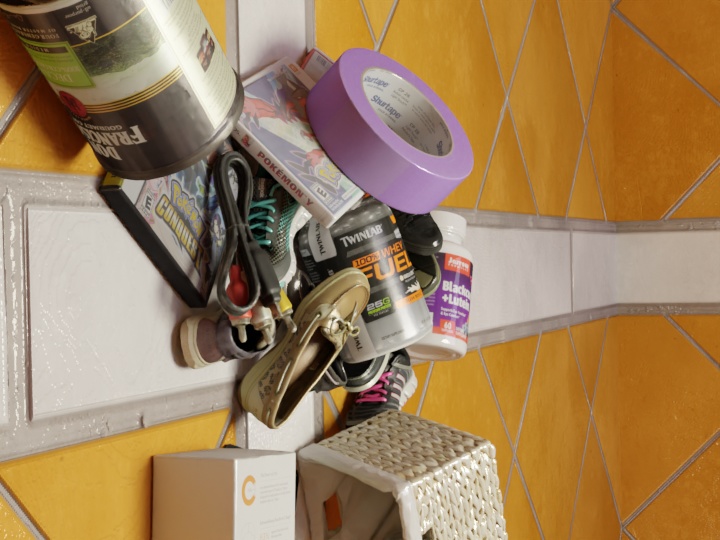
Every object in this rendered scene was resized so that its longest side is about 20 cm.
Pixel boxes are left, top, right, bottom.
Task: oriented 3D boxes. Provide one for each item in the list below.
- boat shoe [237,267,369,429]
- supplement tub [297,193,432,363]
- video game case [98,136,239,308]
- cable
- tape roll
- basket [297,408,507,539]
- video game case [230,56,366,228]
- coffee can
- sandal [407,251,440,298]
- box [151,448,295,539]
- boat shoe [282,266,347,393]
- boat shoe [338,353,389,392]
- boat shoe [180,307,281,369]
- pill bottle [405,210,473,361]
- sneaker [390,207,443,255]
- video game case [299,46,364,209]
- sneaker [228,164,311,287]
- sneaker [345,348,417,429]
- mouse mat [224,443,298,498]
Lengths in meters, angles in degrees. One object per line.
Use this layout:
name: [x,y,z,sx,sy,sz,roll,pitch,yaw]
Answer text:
boat shoe: [-0.050,0.087,1.460,0.200,0.063,0.073,-52,137,-4]
supplement tub: [0.000,0.000,1.598,0.123,0.122,0.200,-31,100,-65]
video game case: [-0.179,-0.092,1.324,0.200,0.025,0.181,60,36,-50]
cable: [-0.128,-0.022,1.342,0.097,0.050,0.200,-8,72,-46]
tape roll: [0.035,-0.162,1.528,0.200,0.066,0.200,32,32,-23]
basket: [0.052,0.293,1.590,0.161,0.200,0.199,-23,111,-36]
video game case: [-0.061,-0.148,1.478,0.182,0.023,0.200,45,31,-1]
coffee can: [-0.202,-0.196,1.114,0.200,0.146,0.147,63,34,-46]
sandal: [0.058,-0.032,1.773,0.057,0.080,0.201,50,18,-48]
box: [-0.135,0.281,1.316,0.124,0.097,0.201,9,81,-65]
boat shoe: [-0.053,0.067,1.540,0.200,0.057,0.067,82,7,-45]
boat shoe: [0.001,0.068,1.708,0.200,0.072,0.068,-77,149,-41]
boat shoe: [-0.120,0.061,1.406,0.200,0.065,0.072,-18,103,-68]
pill bottle: [0.104,0.021,1.899,0.111,0.111,0.200,38,54,-62]
sneaker: [0.042,-0.116,1.717,0.060,0.200,0.104,-24,146,-28]
video game case: [-0.032,-0.173,1.579,0.143,0.017,0.200,38,39,-10]
sneaker: [-0.106,-0.055,1.439,0.200,0.077,0.091,-79,159,-49]
sneaker: [0.022,0.152,1.750,0.200,0.074,0.088,-52,132,-60]
mouse mat: [-0.117,0.288,1.485,0.200,0.008,0.161,39,54,-63]
